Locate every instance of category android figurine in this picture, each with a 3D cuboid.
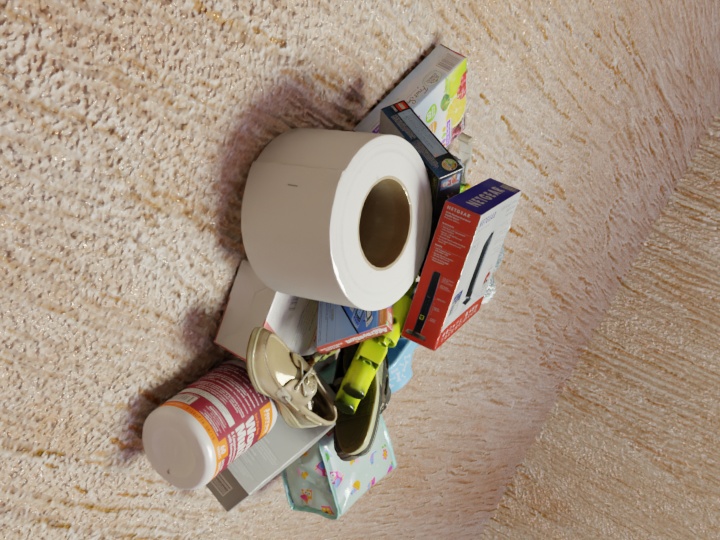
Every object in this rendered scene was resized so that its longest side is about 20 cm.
[{"bbox_3d":[0.025,0.085,1.441,0.201,0.041,0.182,-62,179,-29],"label":"android figurine"}]

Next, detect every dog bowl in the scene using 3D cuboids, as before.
[{"bbox_3d":[0.057,0.105,1.807,0.201,0.111,0.050,-52,142,-18],"label":"dog bowl"}]

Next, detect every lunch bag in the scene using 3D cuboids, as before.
[{"bbox_3d":[-0.048,0.253,1.731,0.170,0.121,0.203,-34,116,-45],"label":"lunch bag"}]

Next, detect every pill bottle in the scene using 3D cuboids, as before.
[{"bbox_3d":[-0.172,0.180,1.404,0.200,0.109,0.111,-35,147,-52],"label":"pill bottle"}]

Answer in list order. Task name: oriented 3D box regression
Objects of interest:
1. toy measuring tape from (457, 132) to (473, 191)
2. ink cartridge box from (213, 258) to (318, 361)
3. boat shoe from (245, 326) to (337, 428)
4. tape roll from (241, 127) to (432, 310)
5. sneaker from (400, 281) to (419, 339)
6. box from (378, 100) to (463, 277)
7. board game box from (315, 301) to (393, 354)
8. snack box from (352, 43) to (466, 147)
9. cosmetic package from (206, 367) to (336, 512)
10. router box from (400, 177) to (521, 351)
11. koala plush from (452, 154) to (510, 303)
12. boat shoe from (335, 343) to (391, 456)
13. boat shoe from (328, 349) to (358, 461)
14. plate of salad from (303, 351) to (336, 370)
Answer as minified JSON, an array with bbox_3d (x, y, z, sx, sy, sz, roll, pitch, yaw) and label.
[{"bbox_3d":[0.140,-0.120,1.760,0.073,0.073,0.202,-41,150,-38],"label":"toy measuring tape"},{"bbox_3d":[-0.096,0.049,1.463,0.199,0.067,0.118,-1,115,-63],"label":"ink cartridge box"},{"bbox_3d":[-0.082,0.135,1.379,0.201,0.064,0.073,64,36,-49],"label":"boat shoe"},{"bbox_3d":[-0.024,-0.063,1.316,0.202,0.138,0.206,-17,111,-51],"label":"tape roll"},{"bbox_3d":[0.045,0.060,1.678,0.071,0.082,0.199,-63,-167,-24],"label":"sneaker"},{"bbox_3d":[0.070,-0.097,1.434,0.037,0.137,0.201,-24,146,-21],"label":"box"},{"bbox_3d":[-0.006,0.004,1.412,0.019,0.102,0.202,45,35,-41],"label":"board game box"},{"bbox_3d":[0.071,-0.196,1.546,0.200,0.053,0.143,-46,152,-26],"label":"snack box"},{"bbox_3d":[-0.122,0.233,1.543,0.200,0.090,0.107,-39,175,-36],"label":"cosmetic package"},{"bbox_3d":[0.129,-0.012,1.410,0.200,0.048,0.182,-31,141,-64],"label":"router box"},{"bbox_3d":[0.125,-0.048,1.643,0.183,0.199,0.179,-33,145,-47],"label":"koala plush"},{"bbox_3d":[0.012,0.170,1.541,0.066,0.071,0.203,40,38,-36],"label":"boat shoe"},{"bbox_3d":[-0.019,0.186,1.650,0.073,0.074,0.202,42,37,-33],"label":"boat shoe"},{"bbox_3d":[-0.055,0.089,1.626,0.200,0.048,0.201,-47,154,-31],"label":"plate of salad"}]
